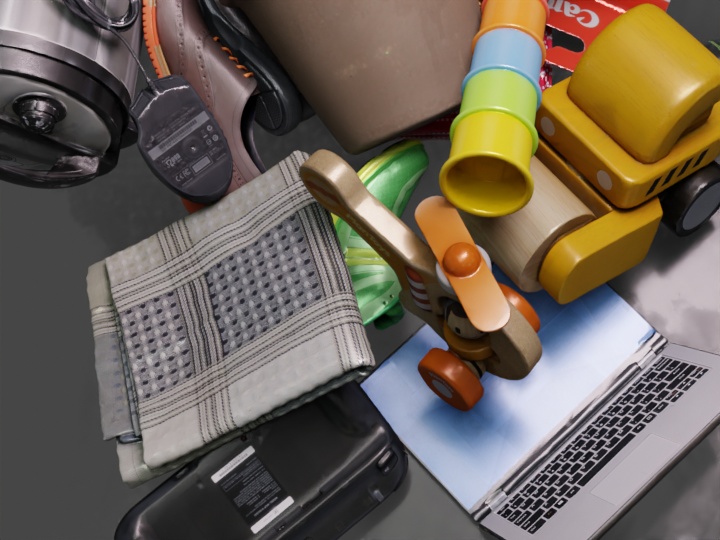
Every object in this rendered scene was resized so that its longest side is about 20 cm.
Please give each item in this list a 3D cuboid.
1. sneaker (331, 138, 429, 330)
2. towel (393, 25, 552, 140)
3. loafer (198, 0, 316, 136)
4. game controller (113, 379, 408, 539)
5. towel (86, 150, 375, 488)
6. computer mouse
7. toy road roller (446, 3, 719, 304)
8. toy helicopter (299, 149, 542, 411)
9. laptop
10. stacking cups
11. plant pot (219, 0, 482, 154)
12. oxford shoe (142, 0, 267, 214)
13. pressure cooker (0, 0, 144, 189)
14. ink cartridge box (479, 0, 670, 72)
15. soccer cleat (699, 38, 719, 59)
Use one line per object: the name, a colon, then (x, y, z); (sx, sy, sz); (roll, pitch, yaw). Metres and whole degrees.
sneaker: (0.000, 0.000, 1.102); (0.083, 0.074, 0.201); (29, 78, -2)
towel: (0.074, -0.193, 1.188); (0.143, 0.023, 0.202); (0, 70, 6)
loafer: (-0.094, -0.189, 1.185); (0.063, 0.072, 0.200); (-29, 74, -31)
game controller: (-0.066, 0.155, 1.045); (0.200, 0.042, 0.105); (-38, 89, -7)
towel: (-0.099, 0.029, 1.060); (0.199, 0.035, 0.194); (-28, 53, 15)
computer mouse: (-0.152, -0.133, 1.070); (0.058, 0.034, 0.201); (-35, 107, -16)
toy road roller: (0.164, -0.088, 1.051); (0.199, 0.147, 0.123); (-29, 60, -26)
toy helicopter: (0.038, -0.005, 1.005); (0.200, 0.132, 0.079); (43, 74, 2)
laptop: (0.126, 0.075, 1.037); (0.187, 0.200, 0.116); (-42, 105, -10)
stacking cups: (0.090, -0.130, 1.020); (0.060, 0.061, 0.201); (5, 53, 6)
plant pot: (0.010, -0.182, 1.091); (0.199, 0.200, 0.176); (-24, 92, -5)
oxford shoe: (-0.110, -0.144, 1.137); (0.072, 0.071, 0.202); (-12, 94, 11)
pressure cooker: (-0.245, -0.160, 1.119); (0.174, 0.179, 0.202); (3, 69, 3)
ink cartridge box: (0.168, -0.250, 1.170); (0.159, 0.047, 0.201); (22, 68, 1)
soccer cleat: (0.312, -0.149, 1.120); (0.198, 0.081, 0.068); (-2, 69, 4)
